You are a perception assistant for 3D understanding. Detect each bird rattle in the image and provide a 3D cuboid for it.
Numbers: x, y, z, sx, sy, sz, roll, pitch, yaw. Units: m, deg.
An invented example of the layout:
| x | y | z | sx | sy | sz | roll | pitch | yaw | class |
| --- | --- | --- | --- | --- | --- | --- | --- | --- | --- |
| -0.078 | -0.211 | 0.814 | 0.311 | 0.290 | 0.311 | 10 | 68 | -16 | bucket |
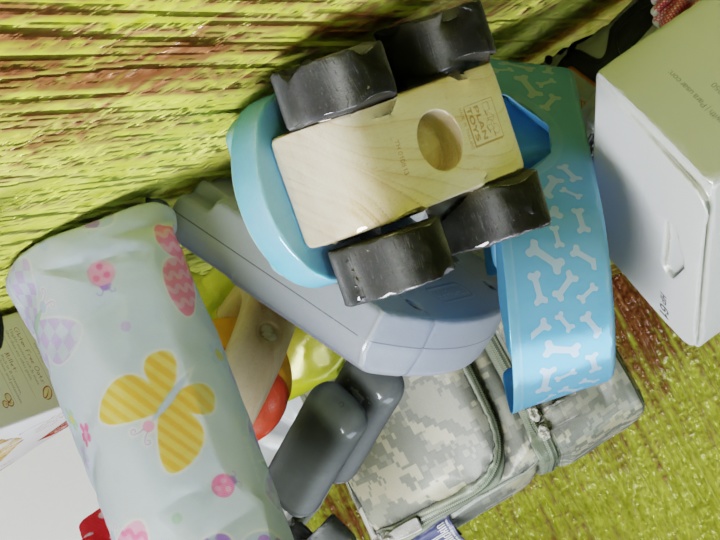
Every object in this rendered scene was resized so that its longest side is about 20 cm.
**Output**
| x | y | z | sx | sy | sz | roll | pitch | yaw | class |
| --- | --- | --- | --- | --- | --- | --- | --- | --- | --- |
| -0.082 | 0.069 | 1.482 | 0.200 | 0.112 | 0.163 | -59 | -177 | -36 | bird rattle |

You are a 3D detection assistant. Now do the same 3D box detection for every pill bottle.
| x | y | z | sx | sy | sz | roll | pitch | yaw | class |
| --- | --- | --- | --- | --- | --- | --- | --- | --- | --- |
| -0.201 | 0.137 | 1.745 | 0.114 | 0.115 | 0.200 | -27 | 174 | -10 | pill bottle |

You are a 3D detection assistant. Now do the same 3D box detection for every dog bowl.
| x | y | z | sx | sy | sz | roll | pitch | yaw | class |
| --- | --- | --- | --- | --- | --- | --- | --- | --- | --- |
| 0.083 | -0.021 | 1.364 | 0.049 | 0.112 | 0.201 | -6 | -143 | -1 | dog bowl |

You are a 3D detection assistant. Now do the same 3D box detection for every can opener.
| x | y | z | sx | sy | sz | roll | pitch | yaw | class |
| --- | --- | --- | --- | --- | --- | --- | --- | --- | --- |
| -0.013 | 0.102 | 1.448 | 0.053 | 0.066 | 0.200 | -43 | 166 | -28 | can opener |

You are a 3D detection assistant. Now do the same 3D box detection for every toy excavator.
| x | y | z | sx | sy | sz | roll | pitch | yaw | class |
| --- | --- | --- | --- | --- | --- | --- | --- | --- | --- |
| -0.006 | -0.046 | 1.274 | 0.199 | 0.101 | 0.194 | -14 | -173 | 46 | toy excavator |

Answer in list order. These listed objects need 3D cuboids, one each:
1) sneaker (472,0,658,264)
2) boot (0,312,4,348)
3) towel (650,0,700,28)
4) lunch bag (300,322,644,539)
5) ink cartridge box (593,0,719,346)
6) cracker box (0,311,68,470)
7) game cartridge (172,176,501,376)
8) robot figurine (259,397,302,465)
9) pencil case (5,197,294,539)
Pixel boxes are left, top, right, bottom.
| x | y | z | sx | sy | sz | roll | pitch | yaw | class |
| --- | --- | --- | --- | --- | --- | --- | --- | --- | --- |
| 0.100 | -0.084 | 1.494 | 0.200 | 0.080 | 0.074 | -50 | 158 | 25 | sneaker |
| -0.240 | 0.063 | 1.166 | 0.198 | 0.074 | 0.162 | -25 | 177 | -29 | boot |
| 0.237 | -0.158 | 1.410 | 0.199 | 0.030 | 0.146 | -34 | 160 | 11 | towel |
| 0.043 | 0.041 | 1.618 | 0.167 | 0.201 | 0.139 | -29 | 176 | 1 | lunch bag |
| 0.203 | -0.076 | 1.344 | 0.200 | 0.085 | 0.145 | -35 | 153 | -17 | ink cartridge box |
| -0.218 | 0.079 | 1.438 | 0.134 | 0.058 | 0.200 | -33 | 173 | 32 | cracker box |
| 0.000 | 0.000 | 1.418 | 0.041 | 0.133 | 0.200 | -64 | 164 | 13 | game cartridge |
| -0.072 | 0.072 | 1.769 | 0.200 | 0.113 | 0.170 | -37 | -157 | 58 | robot figurine |
| -0.089 | 0.072 | 1.307 | 0.083 | 0.201 | 0.091 | -20 | 166 | -11 | pencil case |
